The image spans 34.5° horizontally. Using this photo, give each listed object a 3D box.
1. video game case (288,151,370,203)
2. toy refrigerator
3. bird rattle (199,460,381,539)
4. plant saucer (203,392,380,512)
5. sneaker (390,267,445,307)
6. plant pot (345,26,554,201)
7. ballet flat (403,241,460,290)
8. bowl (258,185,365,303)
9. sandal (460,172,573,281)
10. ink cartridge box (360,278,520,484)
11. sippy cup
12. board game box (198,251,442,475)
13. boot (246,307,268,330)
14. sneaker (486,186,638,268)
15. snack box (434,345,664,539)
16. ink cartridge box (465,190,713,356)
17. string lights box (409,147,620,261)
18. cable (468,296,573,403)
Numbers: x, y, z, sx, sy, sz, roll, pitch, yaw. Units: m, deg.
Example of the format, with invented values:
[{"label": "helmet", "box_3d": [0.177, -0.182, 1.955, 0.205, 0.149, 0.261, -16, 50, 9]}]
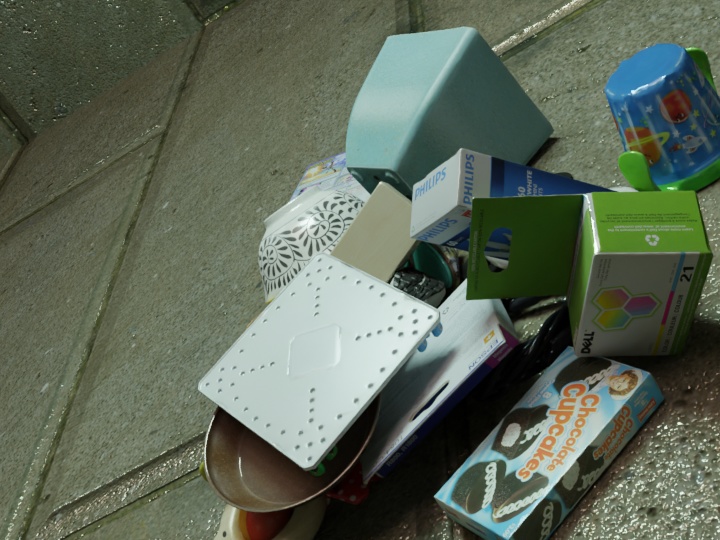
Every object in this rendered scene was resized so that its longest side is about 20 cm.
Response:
[{"label": "video game case", "box_3d": [-0.023, -0.114, 1.729, 0.198, 0.046, 0.183, -17, 34, 35]}, {"label": "toy refrigerator", "box_3d": [0.000, 0.000, 1.369, 0.201, 0.075, 0.070, -55, -7, 7]}, {"label": "bird rattle", "box_3d": [-0.076, 0.240, 1.205, 0.197, 0.113, 0.165, 4, 57, 35]}, {"label": "plant saucer", "box_3d": [-0.063, 0.160, 1.156, 0.198, 0.037, 0.202, -19, 43, 18]}, {"label": "sneaker", "box_3d": [0.036, 0.061, 1.282, 0.073, 0.081, 0.199, 22, 22, 22]}, {"label": "plant pot", "box_3d": [0.095, -0.172, 1.528, 0.195, 0.196, 0.201, 9, 60, 55]}, {"label": "ballet flat", "box_3d": [0.081, -0.026, 1.439, 0.072, 0.072, 0.199, -44, 28, -15]}, {"label": "bowl", "box_3d": [-0.070, -0.050, 1.549, 0.199, 0.095, 0.201, -35, 2, 2]}, {"label": "sandal", "box_3d": [0.180, -0.059, 1.387, 0.200, 0.045, 0.075, -48, 28, -21]}, {"label": "ink cartridge box", "box_3d": [0.075, 0.112, 1.166, 0.196, 0.043, 0.200, -46, 16, 13]}, {"label": "sippy cup", "box_3d": [0.338, -0.172, 1.279, 0.138, 0.131, 0.179, -28, 27, 16]}, {"label": "board game box", "box_3d": [-0.041, 0.088, 1.164, 0.200, 0.026, 0.199, -48, 43, -15]}, {"label": "boot", "box_3d": [-0.085, 0.113, 1.313, 0.200, 0.144, 0.071, -36, 26, 20]}, {"label": "sneaker", "box_3d": [0.210, -0.045, 1.262, 0.198, 0.076, 0.099, -17, 3, 37]}, {"label": "snack box", "box_3d": [0.170, 0.161, 1.050, 0.200, 0.037, 0.116, -45, 28, -16]}, {"label": "ink cartridge box", "box_3d": [0.198, 0.007, 1.042, 0.196, 0.149, 0.077, -2, 50, 1]}, {"label": "string lights box", "box_3d": [0.157, -0.051, 1.107, 0.103, 0.197, 0.060, 146, 132, -62]}, {"label": "cable", "box_3d": [0.162, 0.060, 1.210, 0.199, 0.051, 0.163, -40, 26, -4]}]
